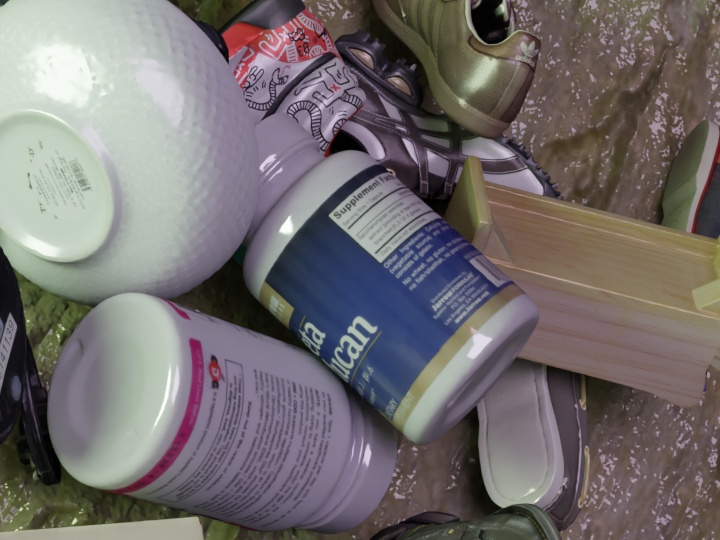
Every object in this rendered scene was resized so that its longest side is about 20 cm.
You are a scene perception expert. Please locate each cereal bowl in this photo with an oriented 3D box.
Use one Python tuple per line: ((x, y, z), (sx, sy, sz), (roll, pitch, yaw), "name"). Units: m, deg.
((-0.162, -0.064, 1.381), (0.200, 0.200, 0.083), (50, 38, 0), "cereal bowl")

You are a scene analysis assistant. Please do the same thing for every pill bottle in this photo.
((-0.077, 0.091, 1.413), (0.199, 0.113, 0.114), (21, 62, -44), "pill bottle")
((0.000, 0.000, 1.428), (0.200, 0.111, 0.111), (42, 61, 13), "pill bottle")

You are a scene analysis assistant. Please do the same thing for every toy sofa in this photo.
((0.143, 0.008, 1.521), (0.199, 0.098, 0.083), (13, 33, -12), "toy sofa")

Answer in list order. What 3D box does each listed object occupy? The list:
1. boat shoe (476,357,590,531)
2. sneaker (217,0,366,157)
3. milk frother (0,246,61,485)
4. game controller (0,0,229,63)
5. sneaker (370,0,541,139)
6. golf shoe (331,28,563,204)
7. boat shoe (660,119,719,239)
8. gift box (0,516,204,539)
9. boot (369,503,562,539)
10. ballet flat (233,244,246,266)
((0.112, 0.073, 1.562), (0.060, 0.072, 0.203), (39, 41, -47), "boat shoe")
((-0.091, -0.079, 1.505), (0.201, 0.067, 0.108), (-40, 99, -6), "sneaker")
((-0.279, 0.063, 1.373), (0.187, 0.201, 0.181), (-3, 32, 13), "milk frother")
((-0.180, -0.122, 1.468), (0.199, 0.042, 0.105), (16, 81, 22), "game controller")
((0.069, -0.164, 1.567), (0.070, 0.076, 0.200), (21, 25, -34), "sneaker")
((0.042, -0.067, 1.579), (0.199, 0.078, 0.095), (34, 73, 2), "golf shoe")
((0.232, -0.010, 1.638), (0.062, 0.071, 0.201), (30, 60, -14), "boat shoe")
((-0.194, 0.217, 1.277), (0.186, 0.184, 0.201), (-2, 70, -33), "gift box")
((0.011, 0.193, 1.414), (0.173, 0.200, 0.070), (-13, 91, -33), "boot")
((0.005, 0.009, 1.544), (0.199, 0.068, 0.075), (35, 37, -6), "ballet flat")
